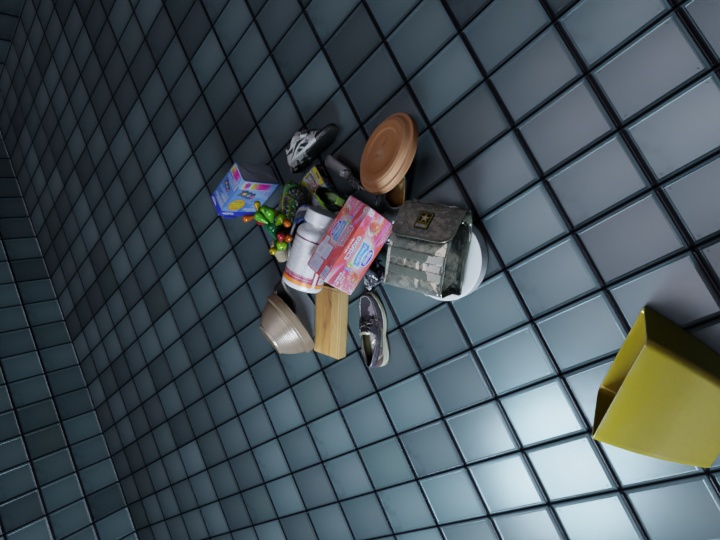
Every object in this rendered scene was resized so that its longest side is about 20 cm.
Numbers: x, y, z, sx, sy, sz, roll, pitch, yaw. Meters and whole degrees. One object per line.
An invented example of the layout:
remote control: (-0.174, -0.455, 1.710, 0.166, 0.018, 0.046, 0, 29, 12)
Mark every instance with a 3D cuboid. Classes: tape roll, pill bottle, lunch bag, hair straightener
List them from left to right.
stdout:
pill bottle: (-0.121, -0.054, 1.301, 0.109, 0.109, 0.202, 29, 107, 32)
hair straightener: (-0.027, -0.235, 1.320, 0.200, 0.077, 0.041, 47, 121, 23)
lunch bag: (0.152, -0.054, 1.136, 0.163, 0.117, 0.203, 15, 101, 36)
tape roll: (0.200, -0.030, 1.196, 0.201, 0.037, 0.205, 8, 103, 38)

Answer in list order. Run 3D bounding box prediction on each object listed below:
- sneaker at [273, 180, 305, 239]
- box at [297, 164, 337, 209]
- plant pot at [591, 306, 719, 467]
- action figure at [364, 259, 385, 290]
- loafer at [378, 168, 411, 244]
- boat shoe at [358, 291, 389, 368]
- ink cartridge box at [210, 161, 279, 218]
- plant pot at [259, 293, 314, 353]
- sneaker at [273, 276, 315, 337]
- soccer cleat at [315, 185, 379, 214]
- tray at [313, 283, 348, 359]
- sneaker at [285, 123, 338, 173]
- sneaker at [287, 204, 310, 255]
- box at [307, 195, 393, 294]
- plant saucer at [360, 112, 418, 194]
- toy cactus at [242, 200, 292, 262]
sneaker: (-0.200, -0.158, 1.440, 0.086, 0.077, 0.201, -109, 33, -51)
box: (-0.111, -0.173, 1.423, 0.136, 0.038, 0.201, -38, 74, 38)
plant pot: (0.533, 0.211, 0.878, 0.175, 0.200, 0.202, 26, 113, 21)
action figure: (0.000, 0.000, 1.315, 0.200, 0.118, 0.103, 41, 120, 40)
loafer: (0.078, -0.158, 1.239, 0.072, 0.072, 0.202, 9, 107, 9)
boat shoe: (0.028, 0.159, 1.350, 0.071, 0.064, 0.203, -6, 93, 41)
ink cartridge box: (-0.360, -0.234, 1.551, 0.200, 0.136, 0.077, -39, 69, 36)
plant pot: (-0.229, 0.172, 1.476, 0.201, 0.092, 0.201, 47, 162, 20)
sneaker: (-0.193, 0.108, 1.527, 0.099, 0.070, 0.202, -23, 93, 57)
soccer cleat: (-0.032, -0.158, 1.309, 0.199, 0.081, 0.068, 27, 89, 14)
tray: (-0.085, 0.143, 1.458, 0.098, 0.037, 0.203, 12, 104, 37)
sneaker: (-0.144, -0.356, 1.396, 0.199, 0.074, 0.089, -32, 79, 37)
sneaker: (-0.171, -0.076, 1.392, 0.076, 0.085, 0.202, 12, 121, -3)
box: (-0.024, -0.061, 1.214, 0.201, 0.094, 0.102, -57, 40, 4)
plant saucer: (0.060, -0.281, 1.213, 0.200, 0.032, 0.202, -30, 51, 45)
toy cactus: (-0.231, -0.089, 1.346, 0.200, 0.102, 0.166, 42, 152, 43)
